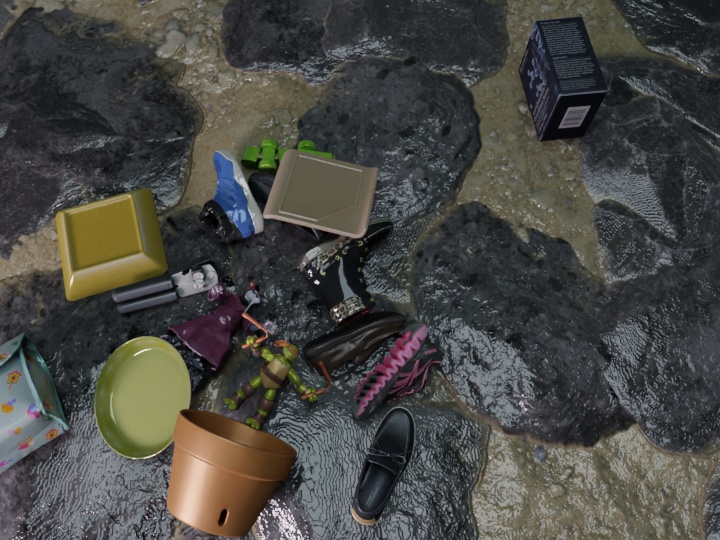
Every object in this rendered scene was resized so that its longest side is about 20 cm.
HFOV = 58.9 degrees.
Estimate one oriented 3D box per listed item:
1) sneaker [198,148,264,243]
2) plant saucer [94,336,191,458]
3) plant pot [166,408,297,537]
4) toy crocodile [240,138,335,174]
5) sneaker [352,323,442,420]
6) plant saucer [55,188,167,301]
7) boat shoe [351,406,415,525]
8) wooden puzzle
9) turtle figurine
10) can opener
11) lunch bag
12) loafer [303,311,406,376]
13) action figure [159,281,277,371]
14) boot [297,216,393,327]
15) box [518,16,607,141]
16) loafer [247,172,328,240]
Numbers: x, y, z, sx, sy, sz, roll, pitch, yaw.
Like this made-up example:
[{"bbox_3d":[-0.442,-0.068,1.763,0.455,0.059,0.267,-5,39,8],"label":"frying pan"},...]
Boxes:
[{"bbox_3d":[-0.278,-0.147,1.265,0.110,0.077,0.202,-22,74,-21],"label":"sneaker"},{"bbox_3d":[-0.367,0.216,1.093,0.196,0.031,0.204,-4,77,18],"label":"plant saucer"},{"bbox_3d":[-0.213,0.320,1.002,0.197,0.200,0.142,18,82,8],"label":"plant pot"},{"bbox_3d":[-0.149,-0.226,1.318,0.196,0.062,0.069,2,64,-5],"label":"toy crocodile"},{"bbox_3d":[0.070,0.193,1.122,0.095,0.079,0.200,45,83,-17],"label":"sneaker"},{"bbox_3d":[-0.493,-0.064,1.241,0.196,0.049,0.203,-17,67,-7],"label":"plant saucer"},{"bbox_3d":[0.042,0.321,1.064,0.073,0.063,0.202,22,65,11],"label":"boat shoe"},{"bbox_3d":[-0.072,-0.146,1.225,0.196,0.038,0.187,10,51,1],"label":"wooden puzzle"},{"bbox_3d":[-0.162,0.179,1.104,0.199,0.064,0.162,41,88,-11],"label":"turtle figurine"},{"bbox_3d":[-0.364,0.030,1.206,0.196,0.053,0.067,-18,32,-11],"label":"can opener"},{"bbox_3d":[-0.611,0.217,1.073,0.169,0.123,0.201,-32,61,-12],"label":"lunch bag"},{"bbox_3d":[-0.005,0.132,1.156,0.197,0.073,0.072,-21,101,-11],"label":"loafer"},{"bbox_3d":[-0.247,0.100,1.159,0.134,0.148,0.200,50,51,-7],"label":"action figure"},{"bbox_3d":[-0.001,0.001,1.209,0.201,0.074,0.155,-26,73,-12],"label":"boot"},{"bbox_3d":[0.424,-0.406,1.354,0.105,0.149,0.204,-6,65,-4],"label":"box"},{"bbox_3d":[-0.145,-0.128,1.263,0.198,0.068,0.071,30,60,9],"label":"loafer"}]
